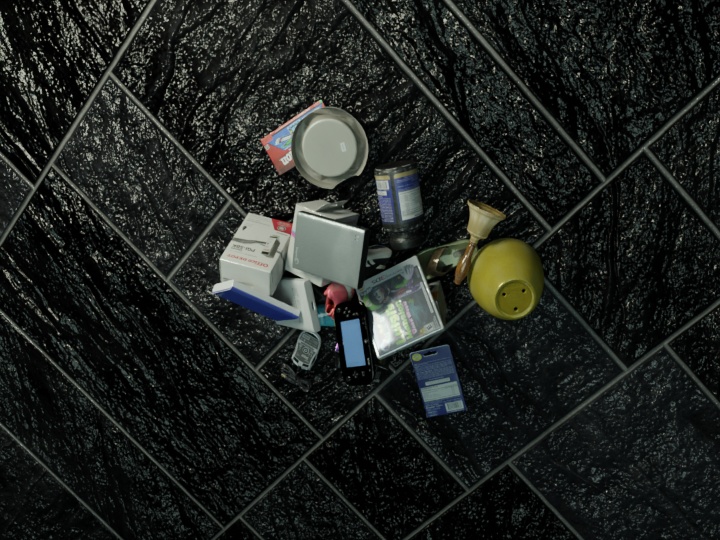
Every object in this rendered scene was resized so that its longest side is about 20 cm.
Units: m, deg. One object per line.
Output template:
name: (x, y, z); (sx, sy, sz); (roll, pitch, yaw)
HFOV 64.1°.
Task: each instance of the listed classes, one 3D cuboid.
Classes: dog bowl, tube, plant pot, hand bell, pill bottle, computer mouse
dog bowl: (-0.075, -0.312, 1.441); (0.192, 0.059, 0.206); (2, 119, 3)
tube: (-0.107, 0.125, 1.613); (0.192, 0.051, 0.080); (-3, 114, 7)
plant pot: (0.368, 0.041, 1.423); (0.192, 0.143, 0.207); (2, 111, 4)
hand bell: (0.279, -0.060, 1.439); (0.101, 0.104, 0.206); (20, 108, 4)
pill bottle: (0.101, -0.163, 1.442); (0.108, 0.112, 0.207); (-6, 106, 13)
computer mouse: (-0.159, 0.248, 1.662); (0.107, 0.044, 0.204); (29, 116, 6)

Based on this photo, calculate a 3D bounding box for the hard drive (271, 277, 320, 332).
hard drive: (-0.180, 0.086, 1.522); (0.197, 0.026, 0.137); (4, 109, 52)

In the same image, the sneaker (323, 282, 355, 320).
sneaker: (-0.061, 0.102, 1.515); (0.073, 0.086, 0.205); (32, 144, 35)

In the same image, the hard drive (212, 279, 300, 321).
hard drive: (-0.267, 0.080, 1.468); (0.197, 0.026, 0.130); (28, 158, -30)

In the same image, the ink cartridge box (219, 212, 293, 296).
ink cartridge box: (-0.263, -0.045, 1.498); (0.142, 0.203, 0.085); (13, 133, 6)

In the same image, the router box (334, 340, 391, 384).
router box: (0.005, 0.242, 1.551); (0.145, 0.201, 0.052); (19, 69, 4)

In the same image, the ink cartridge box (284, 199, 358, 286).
ink cartridge box: (-0.097, -0.087, 1.483); (0.122, 0.127, 0.207); (22, 111, 25)

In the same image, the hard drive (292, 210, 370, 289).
hard drive: (-0.074, -0.051, 1.380); (0.195, 0.033, 0.145); (17, 109, 28)

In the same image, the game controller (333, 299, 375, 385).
game controller: (-0.014, 0.178, 1.418); (0.103, 0.041, 0.208); (-14, 83, 46)

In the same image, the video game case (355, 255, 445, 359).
video game case: (0.093, 0.089, 1.413); (0.177, 0.023, 0.205); (-25, 64, 11)

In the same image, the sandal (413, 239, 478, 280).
sandal: (0.210, -0.025, 1.490); (0.196, 0.058, 0.082); (-23, 106, 15)

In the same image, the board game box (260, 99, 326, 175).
board game box: (-0.154, -0.342, 1.487); (0.196, 0.020, 0.105); (-28, 101, 18)

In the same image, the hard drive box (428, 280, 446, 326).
hard drive box: (0.121, 0.109, 1.500); (0.194, 0.156, 0.079); (-16, 104, 15)

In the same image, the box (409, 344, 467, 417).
box: (0.217, 0.304, 1.607); (0.117, 0.033, 0.206); (-13, 106, 15)

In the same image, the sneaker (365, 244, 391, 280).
sneaker: (0.000, 0.000, 1.476); (0.072, 0.196, 0.116); (30, 114, 41)
